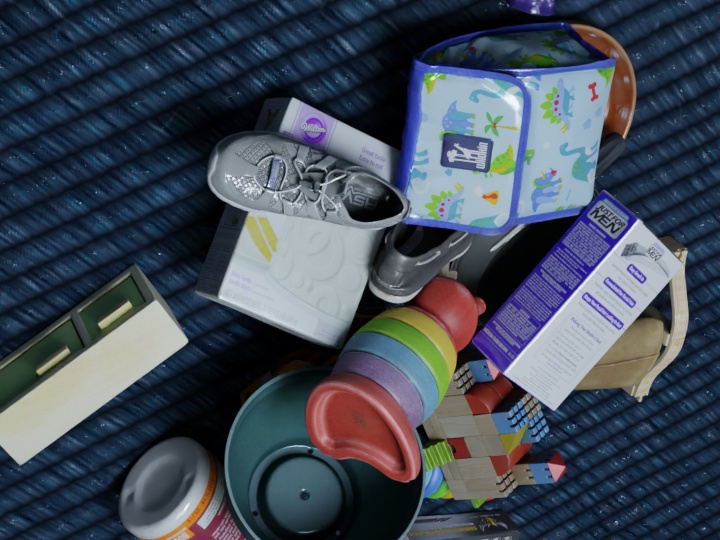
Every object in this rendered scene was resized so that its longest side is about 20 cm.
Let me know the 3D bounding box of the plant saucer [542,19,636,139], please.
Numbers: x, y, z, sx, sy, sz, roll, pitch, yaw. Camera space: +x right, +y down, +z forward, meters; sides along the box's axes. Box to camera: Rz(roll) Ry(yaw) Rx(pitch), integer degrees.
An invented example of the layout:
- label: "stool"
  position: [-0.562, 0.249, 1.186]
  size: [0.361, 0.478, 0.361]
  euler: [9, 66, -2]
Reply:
- label: "plant saucer"
  position: [0.191, -0.163, 1.595]
  size: [0.199, 0.032, 0.202]
  euler: [-13, 124, -20]

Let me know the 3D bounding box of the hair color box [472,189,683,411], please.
- label: "hair color box"
  position: [0.216, 0.031, 1.539]
  size: [0.200, 0.065, 0.109]
  euler: [-48, 137, 6]

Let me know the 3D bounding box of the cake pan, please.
- label: "cake pan"
  position: [0.186, -0.008, 1.654]
  size: [0.199, 0.037, 0.201]
  euler: [-20, 138, -19]

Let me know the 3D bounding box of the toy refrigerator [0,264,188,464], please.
- label: "toy refrigerator"
  position: [-0.272, 0.087, 1.483]
  size: [0.199, 0.076, 0.070]
  euler: [-35, 128, -3]

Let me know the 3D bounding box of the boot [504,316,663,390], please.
- label: "boot"
  position: [0.258, 0.069, 1.709]
  size: [0.199, 0.066, 0.176]
  euler: [-4, 139, -36]

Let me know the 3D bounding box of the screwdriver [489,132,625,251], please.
- label: "screwdriver"
  position: [0.203, -0.077, 1.578]
  size: [0.200, 0.029, 0.028]
  euler: [-44, 148, -25]

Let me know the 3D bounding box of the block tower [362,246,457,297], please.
- label: "block tower"
  position: [0.000, 0.000, 1.571]
  size: [0.199, 0.058, 0.055]
  euler: [6, 91, -31]

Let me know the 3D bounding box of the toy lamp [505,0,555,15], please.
- label: "toy lamp"
  position: [0.183, -0.346, 1.467]
  size: [0.058, 0.058, 0.201]
  euler: [1, 119, -27]

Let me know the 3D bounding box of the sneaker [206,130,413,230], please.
- label: "sneaker"
  position: [-0.041, -0.082, 1.396]
  size: [0.199, 0.082, 0.075]
  euler: [9, 90, -29]

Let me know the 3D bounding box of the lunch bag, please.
- label: "lunch bag"
  position: [0.130, -0.134, 1.479]
  size: [0.198, 0.128, 0.171]
  euler: [-8, 122, -23]

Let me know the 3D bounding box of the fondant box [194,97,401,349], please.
- label: "fondant box"
  position: [-0.053, -0.044, 1.473]
  size: [0.144, 0.058, 0.202]
  euler: [23, 82, -29]

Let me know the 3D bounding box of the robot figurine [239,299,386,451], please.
- label: "robot figurine"
  position: [-0.018, 0.114, 1.614]
  size: [0.199, 0.058, 0.145]
  euler: [-34, 130, 17]

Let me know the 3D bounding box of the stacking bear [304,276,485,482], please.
- label: "stacking bear"
  position: [0.045, 0.085, 1.490]
  size: [0.200, 0.121, 0.114]
  euler: [-50, 143, -37]

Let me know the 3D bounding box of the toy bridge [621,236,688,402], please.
- label: "toy bridge"
  position: [0.344, 0.065, 1.783]
  size: [0.027, 0.067, 0.201]
  euler: [-7, 121, -30]

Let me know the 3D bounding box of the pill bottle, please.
- label: "pill bottle"
  position: [-0.151, 0.272, 1.629]
  size: [0.114, 0.114, 0.200]
  euler: [-42, 127, 2]

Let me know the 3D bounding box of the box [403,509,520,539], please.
- label: "box"
  position: [0.078, 0.368, 1.843]
  size: [0.198, 0.048, 0.160]
  euler: [1, 117, -27]

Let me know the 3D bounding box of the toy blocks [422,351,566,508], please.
- label: "toy blocks"
  position: [0.137, 0.165, 1.664]
  size: [0.100, 0.136, 0.201]
  euler: [-36, 107, -44]

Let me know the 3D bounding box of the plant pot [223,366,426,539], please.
- label: "plant pot"
  position: [-0.047, 0.213, 1.547]
  size: [0.199, 0.202, 0.134]
  euler: [-13, 162, -19]

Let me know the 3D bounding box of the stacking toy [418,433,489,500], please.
- label: "stacking toy"
  position: [0.086, 0.224, 1.751]
  size: [0.199, 0.085, 0.086]
  euler: [14, 112, -40]

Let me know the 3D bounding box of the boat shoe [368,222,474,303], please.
- label: "boat shoe"
  position: [0.072, -0.040, 1.525]
  size: [0.200, 0.067, 0.057]
  euler: [-49, 163, -47]
